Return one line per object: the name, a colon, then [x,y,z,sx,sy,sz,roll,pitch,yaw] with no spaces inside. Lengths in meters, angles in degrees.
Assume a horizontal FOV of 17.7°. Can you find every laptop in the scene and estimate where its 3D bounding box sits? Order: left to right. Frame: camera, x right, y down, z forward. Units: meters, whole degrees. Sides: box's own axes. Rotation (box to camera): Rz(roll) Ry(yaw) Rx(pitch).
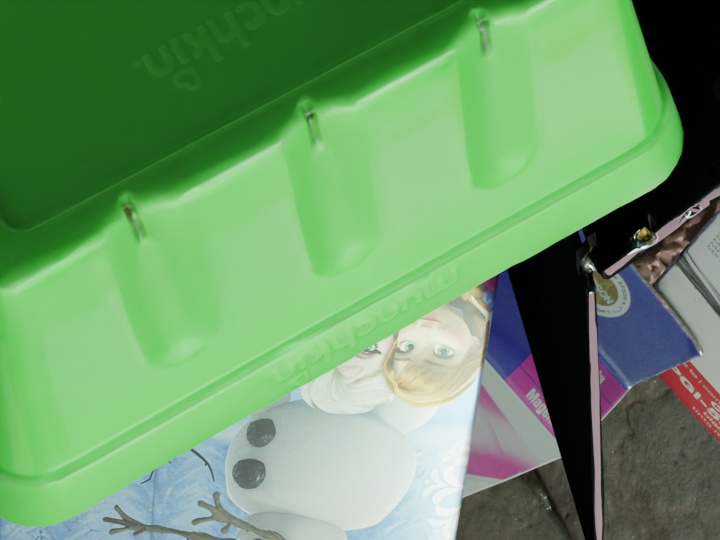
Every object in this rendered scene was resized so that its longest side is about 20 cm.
laptop: [0.096,-0.051,0.670,0.200,0.178,0.103,-38,130,22]

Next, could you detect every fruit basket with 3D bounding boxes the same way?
fruit basket: [-0.036,-0.039,0.599,0.215,0.156,0.216,-28,161,-11]

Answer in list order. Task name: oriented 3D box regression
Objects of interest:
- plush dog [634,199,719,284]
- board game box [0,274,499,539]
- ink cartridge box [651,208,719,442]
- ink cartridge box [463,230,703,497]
plush dog: [0.053,-0.075,0.941,0.171,0.161,0.200,-13,151,13]
board game box: [-0.064,0.056,0.760,0.198,0.200,0.043,2,-151,-9]
ink cartridge box: [0.187,-0.017,0.818,0.147,0.083,0.200,-39,172,-12]
ink cartridge box: [0.000,0.000,0.883,0.043,0.197,0.200,-48,-170,-35]
